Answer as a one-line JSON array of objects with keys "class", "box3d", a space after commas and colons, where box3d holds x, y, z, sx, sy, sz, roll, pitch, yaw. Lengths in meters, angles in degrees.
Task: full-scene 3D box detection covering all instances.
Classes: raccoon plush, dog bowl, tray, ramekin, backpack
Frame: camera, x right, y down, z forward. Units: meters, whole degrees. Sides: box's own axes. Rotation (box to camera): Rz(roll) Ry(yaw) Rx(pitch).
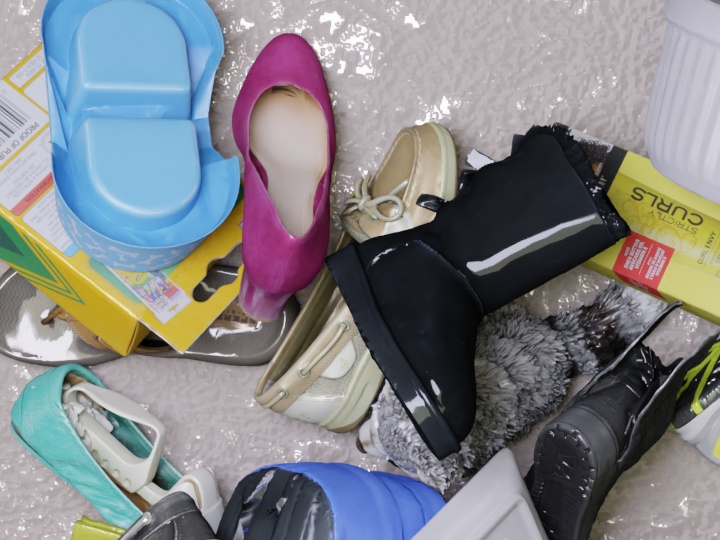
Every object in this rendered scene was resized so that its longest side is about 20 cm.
[{"class": "raccoon plush", "box3d": [0.086, 0.053, 1.403, 0.200, 0.134, 0.097, -42, 87, 6]}, {"class": "dog bowl", "box3d": [-0.136, -0.089, 1.408, 0.111, 0.050, 0.200, 0, 61, -16]}, {"class": "tray", "box3d": [0.050, 0.201, 1.336, 0.022, 0.200, 0.108, 5, 127, 46]}, {"class": "ramekin", "box3d": [0.257, -0.085, 1.354, 0.200, 0.200, 0.105, 20, 103, 5]}, {"class": "backpack", "box3d": [-0.008, 0.215, 1.408, 0.168, 0.162, 0.200, 4, 88, -34]}]

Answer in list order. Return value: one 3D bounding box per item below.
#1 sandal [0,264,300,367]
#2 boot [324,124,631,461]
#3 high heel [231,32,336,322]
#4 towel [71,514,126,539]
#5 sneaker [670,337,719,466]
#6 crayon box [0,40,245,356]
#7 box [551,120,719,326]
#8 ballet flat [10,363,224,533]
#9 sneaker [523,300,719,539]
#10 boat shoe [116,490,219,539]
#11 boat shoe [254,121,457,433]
[{"class": "sandal", "box3d": [-0.139, 0.027, 1.468, 0.200, 0.055, 0.082, 7, 93, 6]}, {"class": "boot", "box3d": [0.075, 0.006, 1.320, 0.162, 0.198, 0.073, -28, 122, 1]}, {"class": "high heel", "box3d": [-0.042, -0.074, 1.398, 0.067, 0.096, 0.200, 16, 59, -9]}, {"class": "towel", "box3d": [-0.152, 0.249, 1.465, 0.086, 0.018, 0.200, 14, 114, 3]}, {"class": "sneaker", "box3d": [0.279, 0.045, 1.423, 0.200, 0.075, 0.076, -40, 105, 11]}, {"class": "crayon box", "box3d": [-0.153, -0.038, 1.434, 0.200, 0.052, 0.126, 38, 57, 7]}, {"class": "box", "box3d": [0.190, -0.017, 1.395, 0.200, 0.050, 0.075, 26, 88, 26]}, {"class": "ballet flat", "box3d": [-0.132, 0.133, 1.460, 0.200, 0.067, 0.070, 43, 123, 5]}, {"class": "sneaker", "box3d": [0.144, 0.105, 1.410, 0.060, 0.200, 0.104, 40, 56, 16]}, {"class": "boat shoe", "box3d": [-0.150, 0.203, 1.406, 0.200, 0.071, 0.064, -42, 67, 30]}, {"class": "boat shoe", "box3d": [-0.001, 0.000, 1.438, 0.063, 0.073, 0.201, 19, 102, -25]}]
